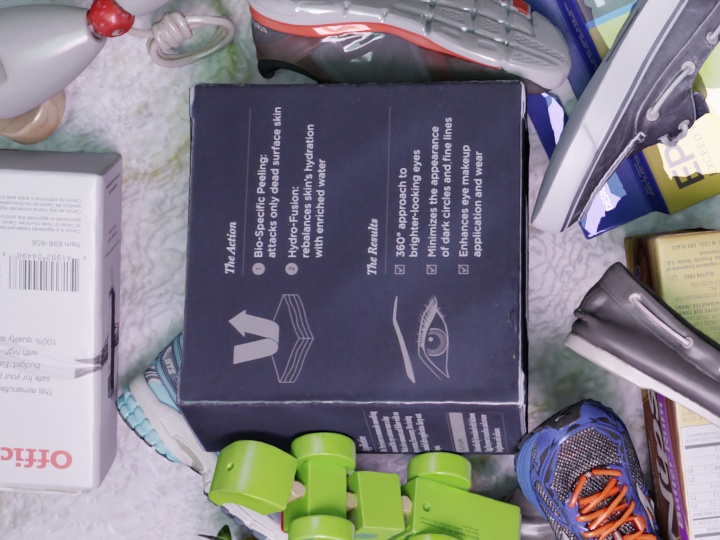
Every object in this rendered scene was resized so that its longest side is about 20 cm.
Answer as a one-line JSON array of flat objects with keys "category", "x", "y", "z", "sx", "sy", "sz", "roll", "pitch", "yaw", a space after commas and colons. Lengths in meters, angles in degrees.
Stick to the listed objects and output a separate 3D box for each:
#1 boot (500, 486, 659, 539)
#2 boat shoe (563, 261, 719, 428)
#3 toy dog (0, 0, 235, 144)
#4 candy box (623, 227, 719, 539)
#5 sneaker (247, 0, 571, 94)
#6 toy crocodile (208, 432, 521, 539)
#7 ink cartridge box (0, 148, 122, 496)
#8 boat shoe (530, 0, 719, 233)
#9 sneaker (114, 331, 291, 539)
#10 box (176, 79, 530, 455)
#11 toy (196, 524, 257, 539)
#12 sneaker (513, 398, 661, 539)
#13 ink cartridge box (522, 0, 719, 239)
[{"category": "boot", "x": 0.093, "y": 0.153, "z": 1.627, "sx": 0.200, "sy": 0.068, "sz": 0.131, "roll": 28, "pitch": 98, "yaw": -8}, {"category": "boat shoe", "x": 0.211, "y": 0.062, "z": 1.457, "sx": 0.200, "sy": 0.067, "sz": 0.057, "roll": 28, "pitch": 94, "yaw": 0}, {"category": "toy dog", "x": -0.184, "y": -0.159, "z": 1.567, "sx": 0.200, "sy": 0.132, "sz": 0.096, "roll": -26, "pitch": 67, "yaw": 3}, {"category": "candy box", "x": 0.201, "y": 0.076, "z": 1.548, "sx": 0.056, "sy": 0.117, "sz": 0.200, "roll": -5, "pitch": 92, "yaw": -3}, {"category": "sneaker", "x": 0.028, "y": -0.129, "z": 1.570, "sx": 0.200, "sy": 0.077, "sz": 0.082, "roll": 14, "pitch": 127, "yaw": 12}, {"category": "toy crocodile", "x": 0.008, "y": 0.141, "z": 1.528, "sx": 0.200, "sy": 0.062, "sz": 0.068, "roll": 13, "pitch": 63, "yaw": -27}, {"category": "ink cartridge box", "x": -0.224, "y": 0.029, "z": 1.614, "sx": 0.144, "sy": 0.084, "sz": 0.200, "roll": 3, "pitch": 101, "yaw": 4}, {"category": "boat shoe", "x": 0.169, "y": -0.102, "z": 1.513, "sx": 0.068, "sy": 0.072, "sz": 0.200, "roll": 30, "pitch": 91, "yaw": -3}, {"category": "sneaker", "x": -0.061, "y": 0.106, "z": 1.591, "sx": 0.200, "sy": 0.078, "sz": 0.086, "roll": 37, "pitch": 94, "yaw": 25}, {"category": "box", "x": 0.000, "y": 0.000, "z": 1.532, "sx": 0.200, "sy": 0.117, "sz": 0.197, "roll": 0, "pitch": 72, "yaw": 5}, {"category": "toy", "x": -0.004, "y": 0.214, "z": 1.597, "sx": 0.200, "sy": 0.115, "sz": 0.047, "roll": 23, "pitch": 86, "yaw": 12}, {"category": "sneaker", "x": 0.151, "y": 0.156, "z": 1.535, "sx": 0.075, "sy": 0.078, "sz": 0.200, "roll": -31, "pitch": 126, "yaw": -8}, {"category": "ink cartridge box", "x": 0.186, "y": -0.141, "z": 1.561, "sx": 0.200, "sy": 0.047, "sz": 0.198, "roll": -25, "pitch": 99, "yaw": 8}]
